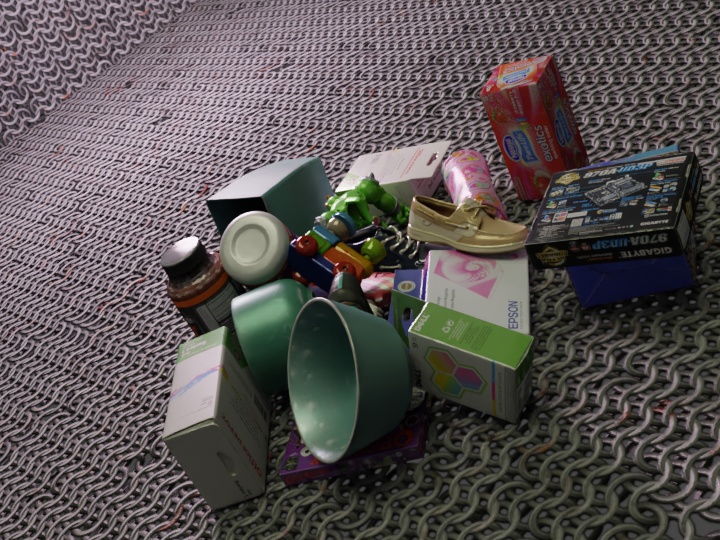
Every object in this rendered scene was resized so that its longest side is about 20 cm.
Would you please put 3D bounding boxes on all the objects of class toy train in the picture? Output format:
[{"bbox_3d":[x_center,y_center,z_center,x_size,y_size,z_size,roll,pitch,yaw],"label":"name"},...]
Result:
[{"bbox_3d":[0.000,0.000,1.590,0.199,0.085,0.116,34,56,18],"label":"toy train"}]

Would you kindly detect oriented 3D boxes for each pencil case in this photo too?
[{"bbox_3d":[0.178,-0.115,1.720,0.086,0.088,0.201,-22,32,10],"label":"pencil case"}]

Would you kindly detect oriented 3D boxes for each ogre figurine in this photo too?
[{"bbox_3d":[-0.003,-0.074,1.770,0.199,0.121,0.098,-33,30,-9],"label":"ogre figurine"}]

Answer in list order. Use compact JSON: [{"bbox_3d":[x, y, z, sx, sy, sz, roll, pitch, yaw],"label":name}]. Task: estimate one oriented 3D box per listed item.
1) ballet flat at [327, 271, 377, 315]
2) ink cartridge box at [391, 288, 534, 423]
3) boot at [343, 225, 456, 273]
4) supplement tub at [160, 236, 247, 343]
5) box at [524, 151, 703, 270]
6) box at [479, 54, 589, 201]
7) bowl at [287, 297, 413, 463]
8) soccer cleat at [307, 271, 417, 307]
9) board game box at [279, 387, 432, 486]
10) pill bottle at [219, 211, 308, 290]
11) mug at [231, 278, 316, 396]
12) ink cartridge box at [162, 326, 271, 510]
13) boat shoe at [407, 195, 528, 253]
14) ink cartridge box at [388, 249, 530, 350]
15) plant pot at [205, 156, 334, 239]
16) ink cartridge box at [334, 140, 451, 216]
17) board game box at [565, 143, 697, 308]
[{"bbox_3d":[-0.003,0.065,1.481,0.067,0.201,0.069,-8,59,4],"label":"ballet flat"},{"bbox_3d":[0.114,0.106,1.350,0.198,0.105,0.059,19,49,24],"label":"ink cartridge box"},{"bbox_3d":[0.065,-0.028,1.672,0.198,0.091,0.073,-13,32,24],"label":"boot"},{"bbox_3d":[-0.231,0.046,1.689,0.106,0.201,0.107,-23,29,13],"label":"supplement tub"},{"bbox_3d":[0.322,-0.075,1.381,0.198,0.046,0.160,-7,36,32],"label":"box"},{"bbox_3d":[0.272,-0.217,1.681,0.099,0.202,0.096,-5,34,34],"label":"box"},{"bbox_3d":[-0.006,0.134,1.362,0.104,0.204,0.200,-1,17,-29],"label":"bowl"},{"bbox_3d":[0.002,0.027,1.648,0.198,0.067,0.078,-17,67,26],"label":"soccer cleat"},{"bbox_3d":[-0.005,0.214,1.425,0.198,0.032,0.121,-16,36,20],"label":"board game box"},{"bbox_3d":[-0.134,-0.012,1.699,0.111,0.200,0.114,-5,74,17],"label":"pill bottle"},{"bbox_3d":[-0.108,0.083,1.584,0.113,0.153,0.186,-21,30,4],"label":"mug"},{"bbox_3d":[-0.191,0.200,1.479,0.083,0.146,0.201,-21,31,12],"label":"ink cartridge box"},{"bbox_3d":[0.153,-0.071,1.580,0.198,0.070,0.073,9,22,31],"label":"boat shoe"},{"bbox_3d":[0.136,0.041,1.504,0.197,0.044,0.197,-1,36,7],"label":"ink cartridge box"},{"bbox_3d":[-0.142,-0.115,1.936,0.140,0.143,0.200,0,32,39],"label":"plant pot"},{"bbox_3d":[0.069,-0.156,1.888,0.198,0.068,0.118,-6,36,35],"label":"ink cartridge box"},{"bbox_3d":[0.364,-0.061,1.469,0.158,0.098,0.201,-13,33,25],"label":"board game box"}]
